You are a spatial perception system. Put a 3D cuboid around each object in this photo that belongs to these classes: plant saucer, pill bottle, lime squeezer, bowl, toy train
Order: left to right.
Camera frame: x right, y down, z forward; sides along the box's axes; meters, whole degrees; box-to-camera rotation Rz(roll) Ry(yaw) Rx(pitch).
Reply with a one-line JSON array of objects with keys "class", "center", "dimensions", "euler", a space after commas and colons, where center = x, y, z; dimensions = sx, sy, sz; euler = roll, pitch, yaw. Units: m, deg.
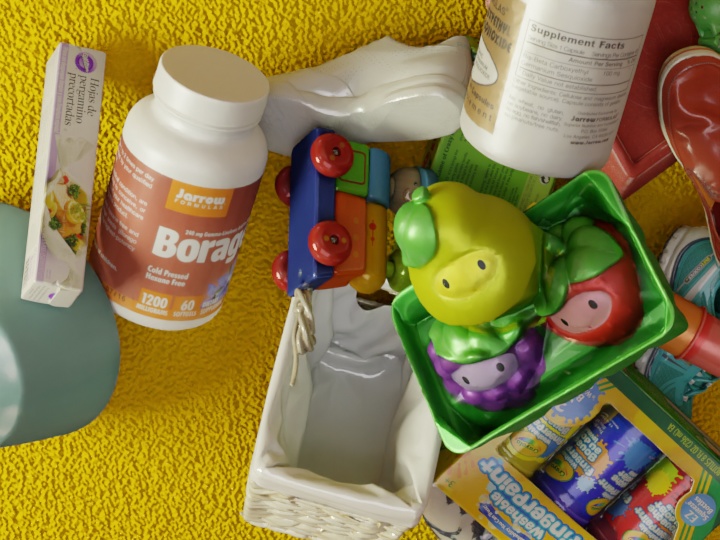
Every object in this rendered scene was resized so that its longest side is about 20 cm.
[{"class": "bowl", "center": [-0.296, 0.058, 1.478], "dimensions": [0.200, 0.105, 0.202], "euler": [13, 117, 25]}, {"class": "pill bottle", "center": [-0.135, -0.064, 1.466], "dimensions": [0.112, 0.112, 0.201], "euler": [14, 121, -8]}, {"class": "toy train", "center": [0.000, 0.000, 1.449], "dimensions": [0.115, 0.085, 0.201], "euler": [10, 68, -23]}, {"class": "pill bottle", "center": [0.146, -0.177, 1.366], "dimensions": [0.114, 0.114, 0.201], "euler": [10, 117, -7]}, {"class": "plant saucer", "center": [0.225, -0.179, 1.478], "dimensions": [0.199, 0.037, 0.200], "euler": [-35, 109, -10]}, {"class": "lime squeezer", "center": [0.283, -0.184, 1.465], "dimensions": [0.038, 0.071, 0.201], "euler": [-6, 110, 43]}]

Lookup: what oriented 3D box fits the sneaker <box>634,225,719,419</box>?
[{"class": "sneaker", "center": [0.268, 0.065, 1.559], "dimensions": [0.079, 0.077, 0.201], "euler": [17, 111, 26]}]

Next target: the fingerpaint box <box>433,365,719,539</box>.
[{"class": "fingerpaint box", "center": [0.179, 0.158, 1.523], "dimensions": [0.200, 0.073, 0.167], "euler": [42, 101, -17]}]

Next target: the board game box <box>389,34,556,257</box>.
[{"class": "board game box", "center": [0.100, -0.074, 1.530], "dimensions": [0.101, 0.048, 0.201], "euler": [16, 107, -8]}]

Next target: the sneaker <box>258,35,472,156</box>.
[{"class": "sneaker", "center": [-0.006, -0.143, 1.493], "dimensions": [0.199, 0.089, 0.075], "euler": [-2, 144, 21]}]

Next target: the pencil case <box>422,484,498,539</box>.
[{"class": "pencil case", "center": [0.097, 0.193, 1.607], "dimensions": [0.089, 0.078, 0.200], "euler": [-40, 107, -6]}]

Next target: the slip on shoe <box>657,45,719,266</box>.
[{"class": "slip on shoe", "center": [0.279, -0.076, 1.459], "dimensions": [0.074, 0.061, 0.201], "euler": [-20, 108, 1]}]

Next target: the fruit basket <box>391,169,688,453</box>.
[{"class": "fruit basket", "center": [0.108, 0.020, 1.365], "dimensions": [0.215, 0.216, 0.156], "euler": [-25, 67, 5]}]

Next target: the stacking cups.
[{"class": "stacking cups", "center": [0.204, 0.022, 1.503], "dimensions": [0.200, 0.061, 0.061], "euler": [30, 105, -8]}]

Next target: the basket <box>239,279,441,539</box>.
[{"class": "basket", "center": [-0.008, 0.108, 1.498], "dimensions": [0.135, 0.201, 0.123], "euler": [15, 151, -3]}]

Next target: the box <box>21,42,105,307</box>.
[{"class": "box", "center": [-0.222, -0.073, 1.449], "dimensions": [0.039, 0.041, 0.201], "euler": [12, 65, -23]}]
